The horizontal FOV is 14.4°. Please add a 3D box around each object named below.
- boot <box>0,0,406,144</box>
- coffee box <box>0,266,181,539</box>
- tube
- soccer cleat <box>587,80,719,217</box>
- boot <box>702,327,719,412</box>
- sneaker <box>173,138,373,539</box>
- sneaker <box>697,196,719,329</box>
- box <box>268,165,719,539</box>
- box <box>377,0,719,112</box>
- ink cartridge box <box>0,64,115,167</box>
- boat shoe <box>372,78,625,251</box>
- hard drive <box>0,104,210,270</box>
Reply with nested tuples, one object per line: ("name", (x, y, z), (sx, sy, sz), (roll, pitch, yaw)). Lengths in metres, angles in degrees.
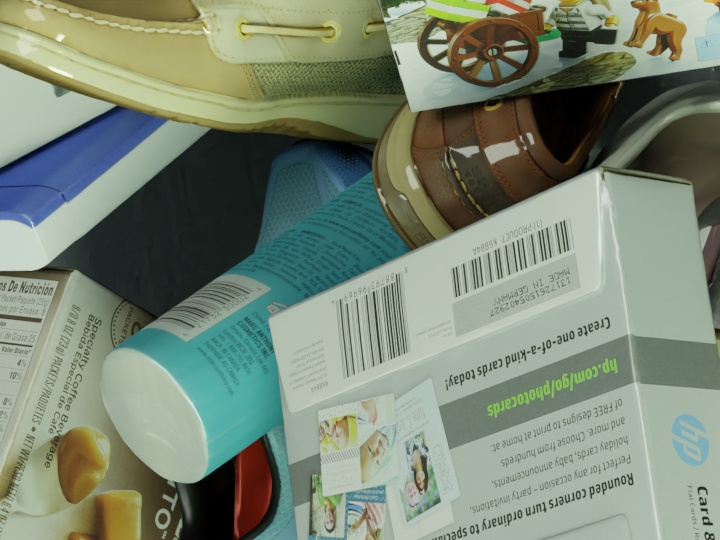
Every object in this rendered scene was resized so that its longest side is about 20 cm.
("boot", (-0.034, -0.128, 0.997), (0.073, 0.200, 0.156), (27, 108, 51))
("coffee box", (-0.124, 0.109, 1.029), (0.080, 0.114, 0.201), (4, 68, 41))
("tube", (0.000, 0.000, 0.969), (0.077, 0.051, 0.200), (34, 51, 29))
("soccer cleat", (0.067, 0.020, 0.939), (0.069, 0.078, 0.200), (35, 88, 2))
("boot", (0.130, 0.106, 0.789), (0.200, 0.072, 0.155), (19, 90, 34))
("sneaker", (-0.025, 0.038, 0.998), (0.078, 0.090, 0.201), (-20, 55, 41))
("sneaker", (0.148, 0.074, 0.868), (0.115, 0.076, 0.201), (1, 76, 32))
("box", (0.044, 0.089, 0.810), (0.156, 0.041, 0.201), (-25, 65, 47))
("box", (0.097, -0.122, 0.852), (0.199, 0.137, 0.038), (-9, 46, 11))
("ink cartridge box", (-0.114, -0.122, 1.085), (0.200, 0.088, 0.145), (-29, 25, -21))
("boat shoe", (0.067, -0.080, 0.974), (0.067, 0.072, 0.200), (-29, 26, 39))
("hard drive", (-0.109, -0.060, 1.090), (0.132, 0.025, 0.200), (-1, 30, 38))
